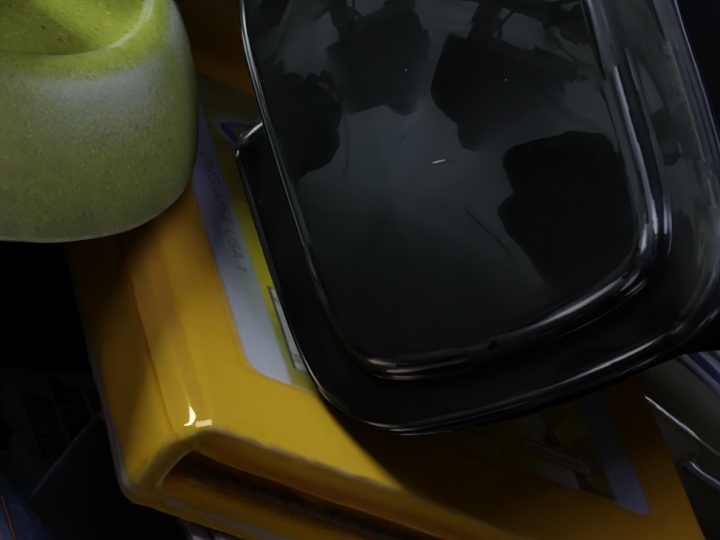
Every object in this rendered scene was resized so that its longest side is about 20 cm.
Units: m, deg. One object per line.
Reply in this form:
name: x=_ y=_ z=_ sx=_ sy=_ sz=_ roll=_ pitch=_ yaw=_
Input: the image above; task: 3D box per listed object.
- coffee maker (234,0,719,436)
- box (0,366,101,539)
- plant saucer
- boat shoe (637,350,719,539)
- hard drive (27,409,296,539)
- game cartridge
coffee maker: x=0.081 y=-0.021 z=0.713 sx=0.192 sy=0.135 sz=0.200 roll=52 pitch=29 yaw=16
box: x=-0.075 y=0.102 z=0.699 sx=0.137 sy=0.040 sz=0.200 roll=6 pitch=38 yaw=-29
plant saucer: x=-0.117 y=-0.082 z=0.661 sx=0.200 sy=0.031 sz=0.200 roll=27 pitch=27 yaw=-15
boat shoe: x=0.115 y=0.058 z=0.867 sx=0.200 sy=0.062 sz=0.072 roll=44 pitch=3 yaw=1
hard drive: x=0.027 y=0.094 z=0.728 sx=0.200 sy=0.038 sz=0.140 roll=6 pitch=40 yaw=-53
game cartridge: x=0.000 y=0.000 z=0.751 sx=0.176 sy=0.032 sz=0.200 roll=22 pitch=35 yaw=-34
